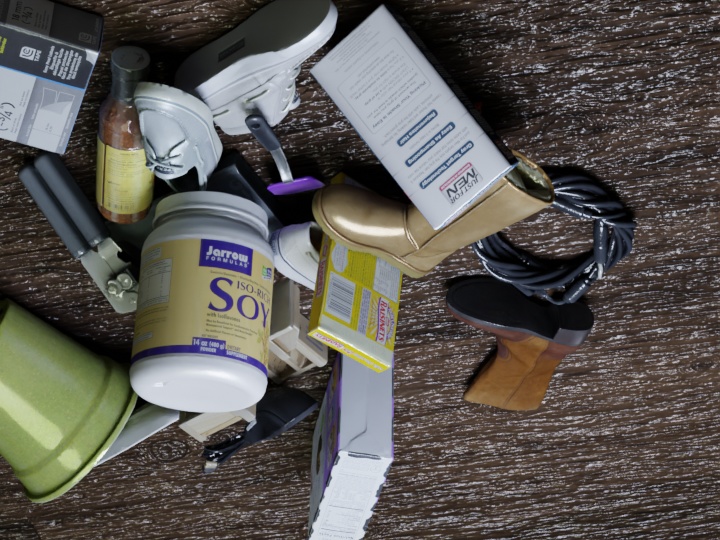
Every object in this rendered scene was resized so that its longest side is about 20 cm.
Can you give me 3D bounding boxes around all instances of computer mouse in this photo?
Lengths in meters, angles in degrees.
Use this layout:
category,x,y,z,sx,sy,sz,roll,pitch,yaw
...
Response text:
category,x,y,z,sx,sy,sz,roll,pitch,yaw
computer mouse,-0.135,0.192,1.863,0.140,0.046,0.200,-33,-179,-21

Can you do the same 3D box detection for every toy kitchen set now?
category,x,y,z,sx,sy,sz,roll,pitch,yaw
toy kitchen set,-0.089,0.105,1.740,0.162,0.202,0.180,-27,132,26

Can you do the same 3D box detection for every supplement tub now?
category,x,y,z,sx,sy,sz,roll,pitch,yaw
supplement tub,-0.163,0.034,1.593,0.143,0.203,0.146,2,159,1

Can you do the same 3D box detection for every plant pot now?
category,x,y,z,sx,sy,sz,roll,pitch,yaw
plant pot,-0.393,0.139,1.795,0.199,0.202,0.184,-32,118,29

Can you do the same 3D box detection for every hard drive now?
category,x,y,z,sx,sy,sz,roll,pitch,yaw
hard drive,-0.184,-0.045,1.702,0.198,0.033,0.140,-22,133,20

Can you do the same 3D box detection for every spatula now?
category,x,y,z,sx,sy,sz,roll,pitch,yaw
spatula,-0.086,-0.117,1.588,0.056,0.021,0.200,-12,155,9

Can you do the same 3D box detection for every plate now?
category,x,y,z,sx,sy,sz,roll,pitch,yaw
plate,-0.252,0.177,1.854,0.199,0.199,0.033,-29,91,26

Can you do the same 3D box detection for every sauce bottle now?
category,x,y,z,sx,sy,sz,roll,pitch,yaw
sauce bottle,-0.240,-0.139,1.576,0.065,0.067,0.201,6,135,-8

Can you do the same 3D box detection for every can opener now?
category,x,y,z,sx,sy,sz,roll,pitch,yaw
can opener,-0.294,-0.041,1.651,0.052,0.067,0.201,-31,103,26

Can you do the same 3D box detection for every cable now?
category,x,y,z,sx,sy,sz,roll,pitch,yaw
cable,0.215,-0.040,1.704,0.162,0.051,0.199,-32,128,28

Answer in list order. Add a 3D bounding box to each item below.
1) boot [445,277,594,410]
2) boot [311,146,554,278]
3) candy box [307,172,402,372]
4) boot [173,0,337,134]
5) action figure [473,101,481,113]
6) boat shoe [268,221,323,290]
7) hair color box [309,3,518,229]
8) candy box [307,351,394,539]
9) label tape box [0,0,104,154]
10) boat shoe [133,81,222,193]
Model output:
category,x,y,z,sx,sy,sz,roll,pitch,yaw
boot,0.166,0.094,1.856,0.186,0.069,0.201,5,145,-17
boot,0.072,-0.078,1.576,0.174,0.067,0.199,24,144,-30
candy box,0.000,0.000,1.633,0.102,0.202,0.026,31,140,-30
boot,-0.085,-0.202,1.520,0.198,0.074,0.095,-20,140,31
action figure,0.091,-0.147,1.575,0.199,0.066,0.099,31,137,-29
boat shoe,-0.013,-0.006,1.698,0.069,0.072,0.199,-21,145,35
hair color box,0.053,-0.149,1.482,0.100,0.060,0.201,-39,86,15
candy box,-0.013,0.219,1.886,0.071,0.169,0.201,9,137,-8
label tape box,-0.369,-0.208,1.501,0.198,0.064,0.145,15,134,-17
boat shoe,-0.184,-0.125,1.534,0.069,0.072,0.201,11,165,11
